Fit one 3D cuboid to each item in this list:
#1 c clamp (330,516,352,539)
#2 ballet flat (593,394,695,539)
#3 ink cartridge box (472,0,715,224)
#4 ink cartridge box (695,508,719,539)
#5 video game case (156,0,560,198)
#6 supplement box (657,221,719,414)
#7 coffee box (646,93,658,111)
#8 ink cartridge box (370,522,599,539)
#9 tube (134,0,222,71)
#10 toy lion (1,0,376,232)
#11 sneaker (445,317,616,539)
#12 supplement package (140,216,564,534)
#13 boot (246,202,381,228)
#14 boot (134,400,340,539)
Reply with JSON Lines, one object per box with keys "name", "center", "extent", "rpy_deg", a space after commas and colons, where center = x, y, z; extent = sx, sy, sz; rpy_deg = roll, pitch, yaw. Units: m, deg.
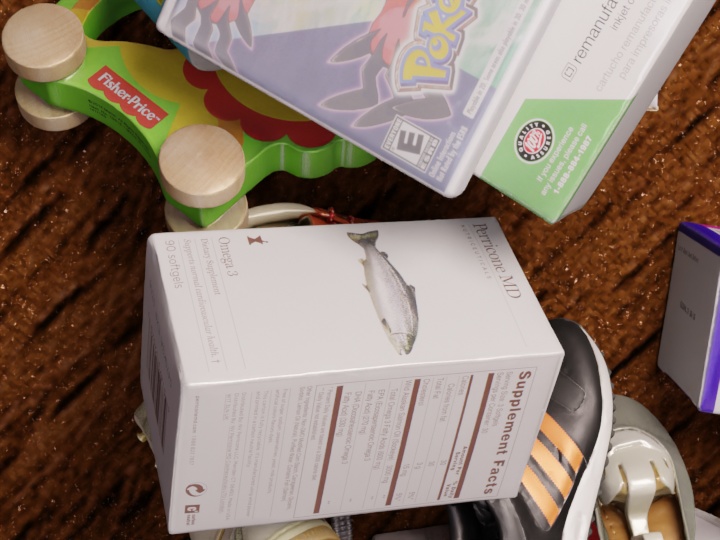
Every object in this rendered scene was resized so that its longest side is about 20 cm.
{"name": "c clamp", "center": [0.007, 0.120, 0.872], "extent": [0.170, 0.027, 0.201], "rpy_deg": [-10, 82, -8]}
{"name": "ballet flat", "center": [0.174, 0.154, 0.831], "extent": [0.067, 0.064, 0.201], "rpy_deg": [-7, 57, 3]}
{"name": "ink cartridge box", "center": [0.061, -0.140, 0.710], "extent": [0.200, 0.087, 0.146], "rpy_deg": [35, 109, 12]}
{"name": "ink cartridge box", "center": [0.202, 0.275, 0.882], "extent": [0.200, 0.085, 0.146], "rpy_deg": [-45, 101, -9]}
{"name": "video game case", "center": [0.014, -0.165, 0.664], "extent": [0.182, 0.023, 0.201], "rpy_deg": [31, 108, 13]}
{"name": "supplement box", "center": [0.299, 0.037, 0.851], "extent": [0.199, 0.101, 0.104], "rpy_deg": [6, 101, -3]}
{"name": "coffee box", "center": [0.125, -0.196, 0.792], "extent": [0.079, 0.114, 0.201], "rpy_deg": [0, 101, -2]}
{"name": "ink cartridge box", "center": [0.113, 0.242, 0.913], "extent": [0.199, 0.050, 0.162], "rpy_deg": [-8, 102, 1]}
{"name": "tube", "center": [-0.127, -0.196, 0.782], "extent": [0.077, 0.050, 0.200], "rpy_deg": [-40, 65, 2]}
{"name": "toy lion", "center": [-0.075, -0.119, 0.798], "extent": [0.200, 0.069, 0.192], "rpy_deg": [37, 65, 17]}
{"name": "sneaker", "center": [0.094, 0.118, 0.834], "extent": [0.090, 0.070, 0.201], "rpy_deg": [20, 72, -31]}
{"name": "supplement package", "center": [-0.011, 0.053, 0.746], "extent": [0.199, 0.117, 0.118], "rpy_deg": [-4, 131, -17]}
{"name": "boot", "center": [0.000, 0.000, 0.822], "extent": [0.199, 0.107, 0.075], "rpy_deg": [-5, 66, -4]}
{"name": "boot", "center": [-0.087, 0.154, 0.866], "extent": [0.072, 0.200, 0.155], "rpy_deg": [-22, 64, -28]}
